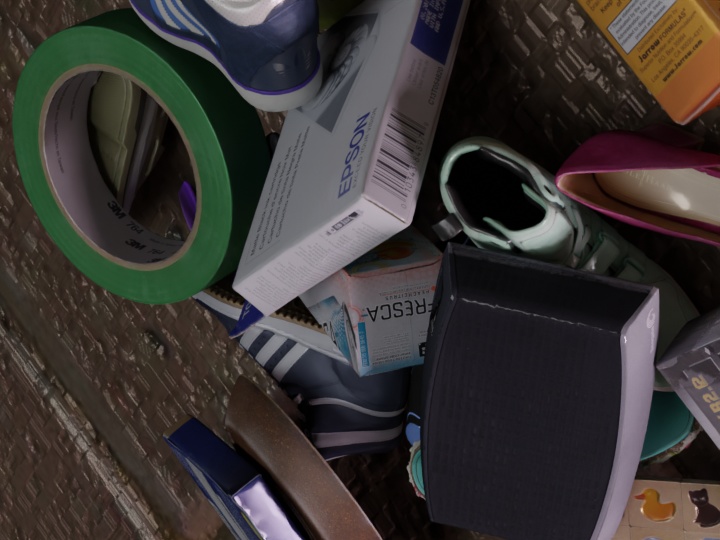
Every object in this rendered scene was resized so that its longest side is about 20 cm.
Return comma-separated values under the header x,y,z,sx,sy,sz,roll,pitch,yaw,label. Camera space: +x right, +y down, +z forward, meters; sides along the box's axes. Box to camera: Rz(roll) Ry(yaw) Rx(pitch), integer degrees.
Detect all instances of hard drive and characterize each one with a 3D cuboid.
x,y,z,sx,sy,sz,roll,pitch,yaw,label
0.097,0.082,1.100,0.134,0.042,0.201,13,131,11,hard drive

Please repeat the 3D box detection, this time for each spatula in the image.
x,y,z,sx,sy,sz,roll,pitch,yaw,label
-0.093,-0.057,1.355,0.200,0.020,0.057,-36,76,58,spatula

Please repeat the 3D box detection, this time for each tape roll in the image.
x,y,z,sx,sy,sz,roll,pitch,yaw,label
-0.152,-0.078,1.316,0.199,0.048,0.202,18,122,32,tape roll

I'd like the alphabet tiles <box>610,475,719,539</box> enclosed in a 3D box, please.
x,y,z,sx,sy,sz,roll,pitch,yaw,label
0.200,0.201,1.170,0.199,0.008,0.168,2,114,21,alphabet tiles

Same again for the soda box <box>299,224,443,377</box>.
x,y,z,sx,sy,sz,roll,pitch,yaw,label
0.000,0.000,1.213,0.200,0.063,0.069,-131,32,-69,soda box

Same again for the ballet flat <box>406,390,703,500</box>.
x,y,z,sx,sy,sz,roll,pitch,yaw,label
0.124,0.103,1.202,0.199,0.064,0.076,-15,79,22,ballet flat

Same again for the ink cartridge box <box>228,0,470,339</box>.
x,y,z,sx,sy,sz,roll,pitch,yaw,label
-0.019,-0.077,1.178,0.040,0.201,0.200,30,143,-21,ink cartridge box

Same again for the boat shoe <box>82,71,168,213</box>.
x,y,z,sx,sy,sz,roll,pitch,yaw,label
-0.179,-0.089,1.416,0.075,0.068,0.201,42,134,16,boat shoe

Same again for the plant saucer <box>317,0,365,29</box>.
x,y,z,sx,sy,sz,roll,pitch,yaw,label
-0.054,-0.250,1.234,0.199,0.031,0.201,24,126,36,plant saucer

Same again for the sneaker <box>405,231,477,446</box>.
x,y,z,sx,sy,sz,roll,pitch,yaw,label
0.066,0.032,1.235,0.078,0.070,0.201,44,128,22,sneaker

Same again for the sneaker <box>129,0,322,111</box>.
x,y,z,sx,sy,sz,roll,pitch,yaw,label
-0.095,-0.200,1.176,0.200,0.080,0.147,45,159,37,sneaker

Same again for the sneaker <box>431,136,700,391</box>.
x,y,z,sx,sy,sz,roll,pitch,yaw,label
0.118,0.001,1.091,0.200,0.118,0.074,41,97,5,sneaker

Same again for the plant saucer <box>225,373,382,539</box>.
x,y,z,sx,sy,sz,roll,pitch,yaw,label
-0.038,0.163,1.357,0.201,0.034,0.200,51,169,14,plant saucer

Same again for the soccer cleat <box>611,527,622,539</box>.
x,y,z,sx,sy,sz,roll,pitch,yaw,label
0.181,0.220,1.227,0.083,0.065,0.202,6,115,22,soccer cleat

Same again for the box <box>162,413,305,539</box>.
x,y,z,sx,sy,sz,roll,pitch,yaw,label
-0.075,0.183,1.399,0.122,0.032,0.200,58,168,-22,box

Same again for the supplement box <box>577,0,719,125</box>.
x,y,z,sx,sy,sz,roll,pitch,yaw,label
0.146,-0.181,1.039,0.200,0.066,0.069,52,138,12,supplement box

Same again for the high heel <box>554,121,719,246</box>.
x,y,z,sx,sy,sz,roll,pitch,yaw,label
0.204,-0.030,1.034,0.199,0.096,0.068,31,127,31,high heel

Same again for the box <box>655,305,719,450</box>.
x,y,z,sx,sy,sz,roll,pitch,yaw,label
0.279,0.091,1.030,0.200,0.048,0.158,52,140,-6,box

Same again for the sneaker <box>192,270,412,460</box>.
x,y,z,sx,sy,sz,roll,pitch,yaw,label
-0.046,0.065,1.362,0.199,0.070,0.109,20,122,34,sneaker
